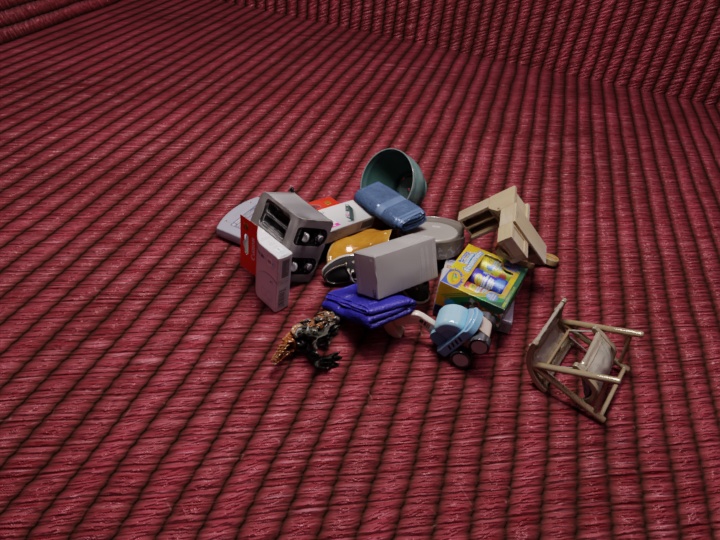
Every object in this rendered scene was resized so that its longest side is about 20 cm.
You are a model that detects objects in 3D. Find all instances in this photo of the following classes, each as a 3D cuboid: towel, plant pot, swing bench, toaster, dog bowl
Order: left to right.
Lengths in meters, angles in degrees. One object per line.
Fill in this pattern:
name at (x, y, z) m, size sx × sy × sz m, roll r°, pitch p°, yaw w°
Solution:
toaster at (-0.187, -0.094, 1.474) m, size 0.200 × 0.182 × 0.118 m, roll 39°, pitch 25°, yaw 33°
towel at (0.017, 0.073, 1.365) m, size 0.147 × 0.050 × 0.199 m, roll -21°, pitch 22°, yaw -31°
towel at (0.080, -0.174, 1.621) m, size 0.111 × 0.049 × 0.200 m, roll -24°, pitch 48°, yaw -33°
plant pot at (0.117, -0.252, 1.757) m, size 0.134 × 0.201 × 0.200 m, roll 7°, pitch 28°, yaw -48°
dog bowl at (0.197, -0.090, 1.621) m, size 0.198 × 0.059 × 0.200 m, roll 1°, pitch 25°, yaw -1°
swing bench at (0.492, 0.192, 1.303) m, size 0.199 × 0.131 × 0.199 m, roll 25°, pitch 41°, yaw 28°

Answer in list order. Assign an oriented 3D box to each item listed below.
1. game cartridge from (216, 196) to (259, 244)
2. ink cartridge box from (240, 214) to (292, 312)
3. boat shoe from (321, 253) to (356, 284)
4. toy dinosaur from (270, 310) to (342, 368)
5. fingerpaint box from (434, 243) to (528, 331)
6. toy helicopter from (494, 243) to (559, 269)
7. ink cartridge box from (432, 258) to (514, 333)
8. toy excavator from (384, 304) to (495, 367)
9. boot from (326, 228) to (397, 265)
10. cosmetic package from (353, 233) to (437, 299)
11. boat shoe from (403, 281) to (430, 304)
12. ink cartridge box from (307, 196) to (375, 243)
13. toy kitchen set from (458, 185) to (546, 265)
game cartridge at (-0.307, -0.138, 1.641) m, size 0.132 × 0.041 × 0.200 m, roll 25°, pitch 41°, yaw 14°
ink cartridge box at (-0.245, -0.020, 1.402) m, size 0.199 × 0.161 × 0.047 m, roll 35°, pitch 44°, yaw 31°
boat shoe at (0.000, 0.000, 1.467) m, size 0.198 × 0.074 × 0.061 m, roll -11°, pitch 35°, yaw 0°
toy dinosaur at (-0.113, 0.156, 1.287) m, size 0.135 × 0.103 × 0.200 m, roll 19°, pitch 55°, yaw 37°
fingerpaint box at (0.300, 0.035, 1.436) m, size 0.166 × 0.074 × 0.200 m, roll 25°, pitch 40°, yaw 19°
toy helicopter at (0.468, -0.043, 1.651) m, size 0.198 × 0.079 × 0.133 m, roll 7°, pitch 28°, yaw -19°
ink cartridge box at (0.295, 0.061, 1.497) m, size 0.198 × 0.041 × 0.200 m, roll 15°, pitch 38°, yaw 8°
toy excavator at (0.179, 0.127, 1.332) m, size 0.200 × 0.194 × 0.100 m, roll 39°, pitch 40°, yaw -6°
boot at (0.010, -0.063, 1.537) m, size 0.143 × 0.071 × 0.201 m, roll -7°, pitch 23°, yaw 30°
cosmetic package at (0.086, -0.013, 1.376) m, size 0.199 × 0.108 × 0.090 m, roll -15°, pitch 19°, yaw -34°
boat shoe at (0.106, 0.005, 1.517) m, size 0.073 × 0.063 × 0.201 m, roll -25°, pitch 47°, yaw -29°
ink cartridge box at (-0.086, -0.157, 1.600) m, size 0.173 × 0.044 × 0.199 m, roll 38°, pitch 38°, yaw 25°
toy kitchen set at (0.367, -0.071, 1.528) m, size 0.180 × 0.163 × 0.201 m, roll -24°, pitch 33°, yaw 36°
